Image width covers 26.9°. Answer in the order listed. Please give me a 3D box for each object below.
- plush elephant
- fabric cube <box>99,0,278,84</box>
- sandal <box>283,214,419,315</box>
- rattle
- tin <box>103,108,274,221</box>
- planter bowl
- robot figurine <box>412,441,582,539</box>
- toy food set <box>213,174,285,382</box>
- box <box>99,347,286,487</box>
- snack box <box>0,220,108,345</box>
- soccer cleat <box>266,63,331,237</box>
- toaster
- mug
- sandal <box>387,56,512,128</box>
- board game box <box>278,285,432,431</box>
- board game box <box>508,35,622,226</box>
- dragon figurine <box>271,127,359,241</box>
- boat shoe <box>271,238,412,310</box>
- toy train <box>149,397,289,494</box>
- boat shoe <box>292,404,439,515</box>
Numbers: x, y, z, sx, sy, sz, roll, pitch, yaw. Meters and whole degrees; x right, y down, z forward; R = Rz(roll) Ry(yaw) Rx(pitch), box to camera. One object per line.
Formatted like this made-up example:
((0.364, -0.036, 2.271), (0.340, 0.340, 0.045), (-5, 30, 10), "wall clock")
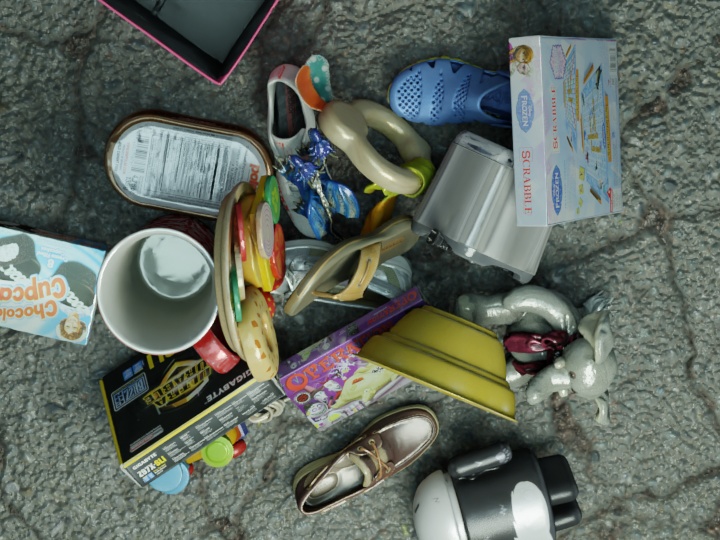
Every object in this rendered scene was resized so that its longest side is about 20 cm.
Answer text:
((0.228, 0.102, 1.738), (0.198, 0.155, 0.166), (-18, 121, -7), "plush elephant")
((-0.170, -0.341, 1.599), (0.195, 0.199, 0.201), (35, 99, -10), "fabric cube")
((0.000, 0.000, 1.678), (0.199, 0.081, 0.054), (-27, 68, -34), "sandal")
((-0.024, -0.135, 1.711), (0.199, 0.131, 0.143), (27, 143, -22), "rattle")
((-0.197, -0.118, 1.731), (0.197, 0.042, 0.113), (10, 106, -6), "tin")
((0.097, 0.093, 1.667), (0.199, 0.200, 0.084), (24, 87, -8), "planter bowl")
((0.161, 0.283, 1.802), (0.198, 0.125, 0.152), (-14, 86, 0), "robot figurine")
((-0.115, 0.001, 1.614), (0.048, 0.201, 0.200), (-2, 125, 10), "toy food set")
((-0.195, 0.133, 1.723), (0.199, 0.160, 0.049), (-33, 127, 4), "box")
((-0.401, 0.007, 1.744), (0.198, 0.037, 0.118), (13, 102, -7), "snack box")
((-0.073, -0.132, 1.706), (0.068, 0.085, 0.203), (-6, 102, 11), "soccer cleat")
((0.144, -0.073, 1.695), (0.199, 0.113, 0.130), (19, 96, -53), "toaster")
((-0.210, 0.025, 1.674), (0.132, 0.200, 0.180), (-11, 101, 0), "mug")
((0.130, -0.199, 1.709), (0.197, 0.087, 0.081), (0, 105, -2), "sandal")
((0.008, 0.105, 1.759), (0.199, 0.032, 0.120), (-30, 132, 10), "board game box")
((0.230, -0.156, 1.664), (0.041, 0.199, 0.203), (0, 96, 34), "board game box")
((-0.040, -0.076, 1.650), (0.058, 0.099, 0.201), (-30, 127, -9), "dragon figurine")
((-0.037, 0.013, 1.744), (0.199, 0.065, 0.075), (6, 144, -11), "boat shoe")
((-0.161, 0.192, 1.762), (0.198, 0.116, 0.085), (-23, 104, 2), "toy train")
((0.008, 0.233, 1.804), (0.198, 0.072, 0.073), (-28, 103, 3), "boat shoe")
